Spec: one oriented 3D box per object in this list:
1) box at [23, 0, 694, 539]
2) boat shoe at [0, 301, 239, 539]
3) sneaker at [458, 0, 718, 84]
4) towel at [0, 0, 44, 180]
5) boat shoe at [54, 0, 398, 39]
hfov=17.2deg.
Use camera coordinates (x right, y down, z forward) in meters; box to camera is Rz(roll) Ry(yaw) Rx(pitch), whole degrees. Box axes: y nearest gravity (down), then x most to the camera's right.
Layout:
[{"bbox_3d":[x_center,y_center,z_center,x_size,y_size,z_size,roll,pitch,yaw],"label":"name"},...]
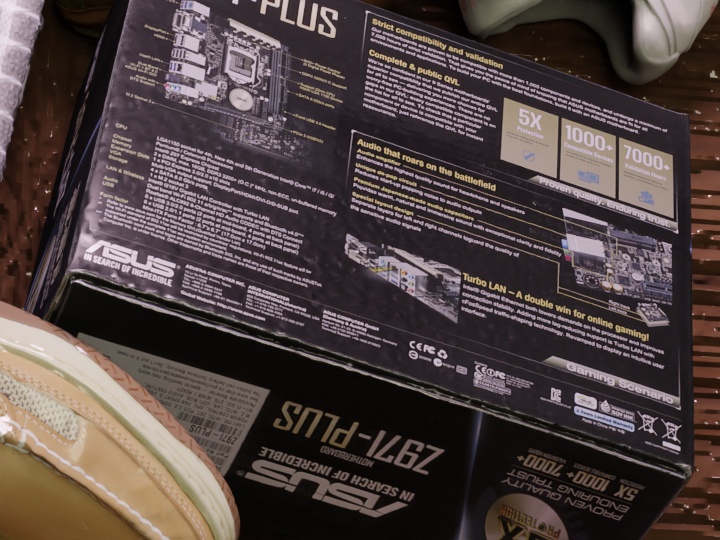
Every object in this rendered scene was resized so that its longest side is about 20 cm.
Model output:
[{"bbox_3d":[0.000,0.000,0.768,0.199,0.086,0.164,18,45,-12],"label":"box"},{"bbox_3d":[-0.129,0.044,0.668,0.200,0.072,0.076,33,42,-6],"label":"boat shoe"},{"bbox_3d":[0.049,-0.138,0.860,0.200,0.078,0.100,30,74,-5],"label":"sneaker"},{"bbox_3d":[-0.194,-0.038,0.752,0.165,0.086,0.201,15,71,-13],"label":"towel"},{"bbox_3d":[-0.010,-0.118,0.820,0.199,0.068,0.072,-1,38,5],"label":"boat shoe"}]
